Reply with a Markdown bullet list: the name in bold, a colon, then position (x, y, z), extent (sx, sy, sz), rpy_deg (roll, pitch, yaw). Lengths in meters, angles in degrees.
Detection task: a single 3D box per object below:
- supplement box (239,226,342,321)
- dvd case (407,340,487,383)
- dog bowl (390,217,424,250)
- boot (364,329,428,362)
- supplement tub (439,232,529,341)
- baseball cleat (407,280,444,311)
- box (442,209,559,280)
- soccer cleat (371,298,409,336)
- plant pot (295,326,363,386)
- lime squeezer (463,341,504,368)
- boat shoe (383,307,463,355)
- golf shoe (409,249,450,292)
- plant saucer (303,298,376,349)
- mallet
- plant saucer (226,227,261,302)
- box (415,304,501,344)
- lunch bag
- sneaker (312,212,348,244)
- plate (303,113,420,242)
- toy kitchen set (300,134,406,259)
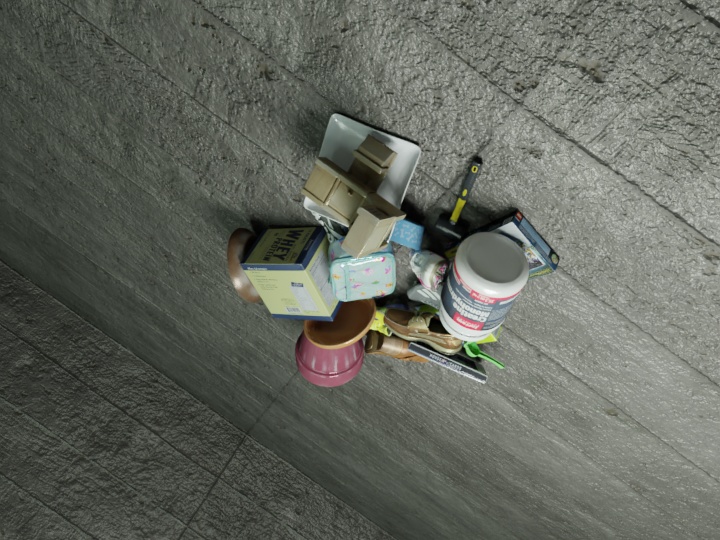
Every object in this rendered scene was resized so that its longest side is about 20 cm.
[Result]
- **supplement box**: position (-0.162, 0.010, 1.503), extent (0.197, 0.135, 0.201), rpy_deg (0, 134, 30)
- **dvd case**: position (0.213, 0.216, 1.445), extent (0.198, 0.025, 0.150), rpy_deg (24, -176, 6)
- **dog bowl**: position (0.046, -0.106, 1.236), extent (0.198, 0.050, 0.111), rpy_deg (25, -170, 13)
- **boot**: position (0.100, 0.214, 1.610), extent (0.153, 0.075, 0.200), rpy_deg (16, 177, -17)
- **supplement tub**: position (0.234, 0.036, 1.143), extent (0.139, 0.141, 0.201), rpy_deg (26, 145, 11)
- **baseball cleat**: position (0.179, 0.073, 1.333), extent (0.069, 0.108, 0.199), rpy_deg (21, 159, -37)
- **box**: position (0.280, -0.029, 1.185), extent (0.137, 0.038, 0.199), rpy_deg (45, 145, -15)
- **soccer cleat**: position (0.055, 0.133, 1.524), extent (0.064, 0.085, 0.199), rpy_deg (13, 157, -33)
- **plant pot**: position (-0.085, 0.191, 1.629), extent (0.198, 0.201, 0.181), rpy_deg (22, 138, 17)
- **lime squeezer**: position (0.270, 0.166, 1.353), extent (0.070, 0.038, 0.201), rpy_deg (0, 132, 37)
- **boat shoe**: position (0.152, 0.127, 1.381), extent (0.197, 0.076, 0.075), rpy_deg (19, 135, 11)
- **golf shoe**: position (0.138, -0.005, 1.229), extent (0.091, 0.073, 0.200), rpy_deg (28, -177, 5)
- **plant saucer**: position (-0.051, 0.126, 1.509), extent (0.198, 0.201, 0.038), rpy_deg (8, 140, 33)
- **mallet**: position (0.205, -0.130, 1.131), extent (0.065, 0.041, 0.201), rpy_deg (32, 142, 5)
- **plant saucer**: position (-0.284, -0.017, 1.551), extent (0.036, 0.202, 0.202), rpy_deg (-9, 130, 20)
- **box**: position (0.226, 0.126, 1.414), extent (0.122, 0.048, 0.199), rpy_deg (48, 143, -19)
- **lunch bag**: position (0.000, 0.000, 1.349), extent (0.158, 0.078, 0.201), rpy_deg (-10, 149, -4)
- **sneaker**: position (-0.038, -0.097, 1.344), extent (0.090, 0.067, 0.201), rpy_deg (-3, 130, 46)
- **plate**: position (0.003, -0.183, 1.162), extent (0.197, 0.032, 0.203), rpy_deg (24, 108, 15)
- **toy kitchen set**: position (-0.015, -0.155, 1.061), extent (0.199, 0.180, 0.164), rpy_deg (35, 108, 11)
